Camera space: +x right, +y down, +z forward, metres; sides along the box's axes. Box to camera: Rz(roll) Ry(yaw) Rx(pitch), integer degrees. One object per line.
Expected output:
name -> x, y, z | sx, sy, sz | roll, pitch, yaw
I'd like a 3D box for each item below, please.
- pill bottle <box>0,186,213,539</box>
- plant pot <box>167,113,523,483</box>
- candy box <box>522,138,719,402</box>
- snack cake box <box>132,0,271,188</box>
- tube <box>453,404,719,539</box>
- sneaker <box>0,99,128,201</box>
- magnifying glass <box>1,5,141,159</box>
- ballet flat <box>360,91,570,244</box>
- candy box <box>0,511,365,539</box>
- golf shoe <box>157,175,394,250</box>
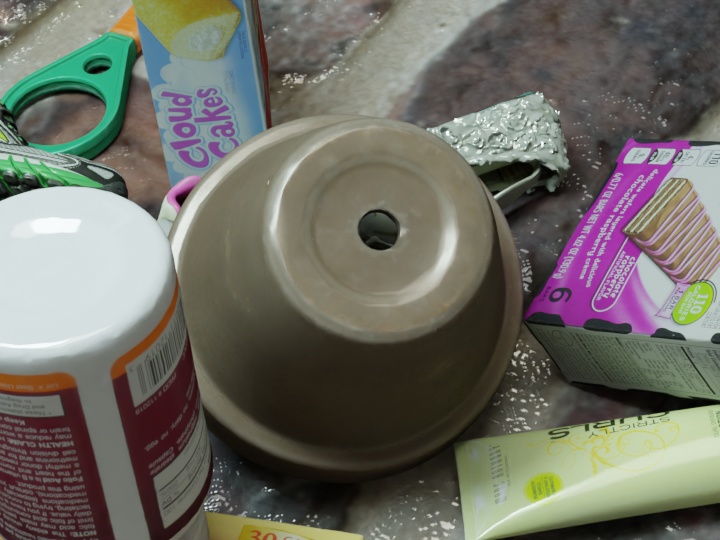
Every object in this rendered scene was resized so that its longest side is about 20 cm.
pill bottle -> -0.131, 0.069, 1.092 | 0.114, 0.200, 0.114 | -3, 43, 3
plant pot -> 0.000, 0.000, 1.186 | 0.200, 0.175, 0.200 | 2, 77, -9
candy box -> 0.201, 0.000, 1.223 | 0.200, 0.061, 0.136 | 5, 54, 46
snack cake box -> -0.097, -0.157, 1.386 | 0.067, 0.200, 0.115 | -8, 45, 0
tube -> 0.150, 0.101, 1.208 | 0.200, 0.058, 0.052 | -9, 86, 4
sneaker -> -0.226, -0.074, 1.399 | 0.200, 0.078, 0.085 | 17, 60, 22
magnifying glass -> -0.165, -0.134, 1.502 | 0.080, 0.022, 0.200 | 17, 52, 23
ballet flat -> 0.034, -0.049, 1.361 | 0.200, 0.072, 0.072 | -20, 46, -11
candy box -> -0.105, 0.177, 1.160 | 0.200, 0.057, 0.117 | 8, 47, 13
golf shoe -> -0.026, -0.002, 1.303 | 0.200, 0.092, 0.075 | 7, 46, 12
